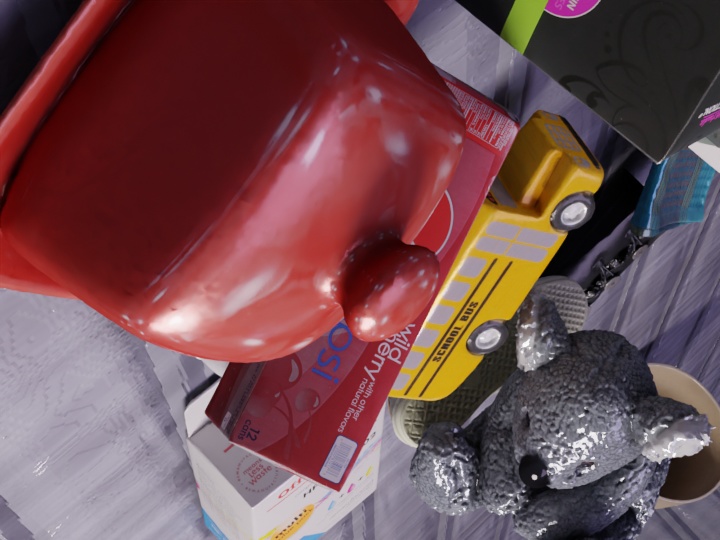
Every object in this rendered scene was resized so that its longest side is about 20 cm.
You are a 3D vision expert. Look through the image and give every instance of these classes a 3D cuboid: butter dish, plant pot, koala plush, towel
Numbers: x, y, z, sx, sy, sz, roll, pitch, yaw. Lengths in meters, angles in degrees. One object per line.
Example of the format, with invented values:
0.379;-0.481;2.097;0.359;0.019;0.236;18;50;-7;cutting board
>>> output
-0.030;-0.032;0.508;0.200;0.148;0.199;-51;159;11;butter dish
0.365;0.249;1.746;0.187;0.188;0.200;-33;169;-31;plant pot
0.151;0.106;0.900;0.184;0.177;0.200;-41;157;-23;koala plush
0.279;-0.124;1.031;0.146;0.022;0.201;-12;125;-57;towel

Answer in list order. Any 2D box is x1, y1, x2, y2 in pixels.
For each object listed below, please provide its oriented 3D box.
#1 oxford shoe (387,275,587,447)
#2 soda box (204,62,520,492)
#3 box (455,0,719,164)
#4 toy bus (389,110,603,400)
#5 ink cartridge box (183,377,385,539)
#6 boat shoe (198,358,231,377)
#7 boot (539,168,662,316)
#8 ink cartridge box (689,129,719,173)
0.098;0.067;1.033;0.200;0.075;0.058;-36;-163;-17;oxford shoe
0.000;0.000;0.630;0.201;0.063;0.070;-63;-163;-3;soda box
0.157;-0.181;0.591;0.124;0.148;0.201;-26;150;-45;box
0.070;-0.009;0.827;0.078;0.065;0.200;10;126;-30;toy bus
-0.047;0.121;0.856;0.115;0.068;0.200;-38;157;-21;ink cartridge box
-0.006;-0.001;0.714;0.200;0.069;0.072;-31;154;-34;boat shoe
0.190;0.019;1.140;0.200;0.066;0.165;-50;161;-2;boot
0.230;-0.141;0.734;0.146;0.200;0.084;-43;161;-8;ink cartridge box
